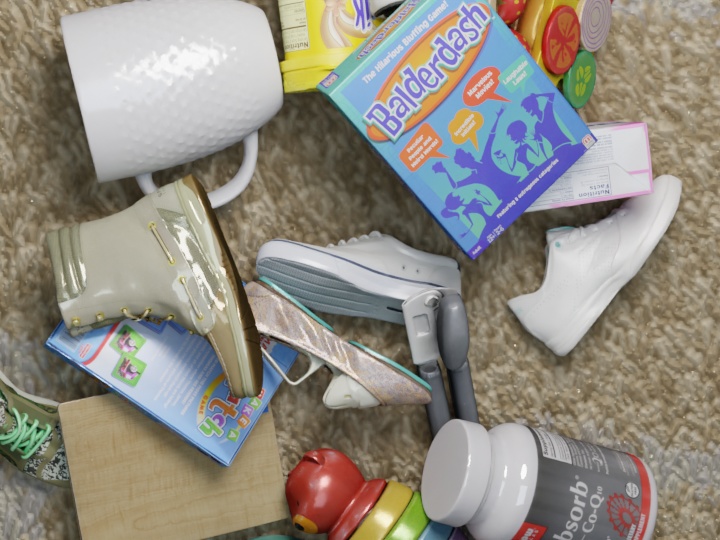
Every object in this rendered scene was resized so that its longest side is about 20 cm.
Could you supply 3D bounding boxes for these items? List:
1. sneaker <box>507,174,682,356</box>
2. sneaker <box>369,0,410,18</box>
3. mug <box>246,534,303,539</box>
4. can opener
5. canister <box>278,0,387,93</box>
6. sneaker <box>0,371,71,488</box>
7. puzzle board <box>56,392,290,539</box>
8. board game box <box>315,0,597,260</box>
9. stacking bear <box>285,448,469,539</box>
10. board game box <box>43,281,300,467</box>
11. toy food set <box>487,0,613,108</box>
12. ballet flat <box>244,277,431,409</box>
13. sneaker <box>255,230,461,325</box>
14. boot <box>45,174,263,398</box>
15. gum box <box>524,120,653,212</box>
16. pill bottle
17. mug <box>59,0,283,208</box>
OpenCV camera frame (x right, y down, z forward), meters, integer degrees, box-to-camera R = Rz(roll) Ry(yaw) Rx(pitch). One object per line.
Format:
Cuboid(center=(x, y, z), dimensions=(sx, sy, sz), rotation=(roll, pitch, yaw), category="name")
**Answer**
Cuboid(center=(0.219, -0.021, 1.546), dimensions=(0.088, 0.075, 0.200), rotation=(38, 93, 3), category="sneaker")
Cuboid(center=(0.076, -0.272, 1.452), dimensions=(0.075, 0.199, 0.082), rotation=(-17, 88, 38), category="sneaker")
Cuboid(center=(-0.094, 0.341, 1.529), dimensions=(0.184, 0.114, 0.153), rotation=(-28, 99, -3), category="mug")
Cuboid(center=(0.078, 0.100, 1.512), dimensions=(0.052, 0.067, 0.201), rotation=(-14, 128, -3), category="can opener")
Cuboid(center=(-0.015, -0.263, 1.454), dimensions=(0.086, 0.148, 0.202), rotation=(-3, 96, 37), category="canister")
Cuboid(center=(-0.321, 0.141, 1.494), dimensions=(0.199, 0.089, 0.077), rotation=(35, 93, -11), category="sneaker")
Cuboid(center=(-0.172, 0.177, 1.527), dimensions=(0.199, 0.017, 0.152), rotation=(-11, 93, -21), category="puzzle board")
Cuboid(center=(0.083, -0.132, 1.387), dimensions=(0.152, 0.045, 0.200), rotation=(-44, 113, -1), category="board game box")
Cuboid(center=(0.015, 0.246, 1.536), dimensions=(0.200, 0.121, 0.114), rotation=(38, 65, 0), category="stacking bear")
Cuboid(center=(-0.165, 0.062, 1.507), dimensions=(0.199, 0.037, 0.152), rotation=(35, 74, -8), category="board game box")
Cuboid(center=(0.172, -0.246, 1.469), dimensions=(0.048, 0.198, 0.201), rotation=(12, 87, 34), category="toy food set")
Cuboid(center=(-0.031, 0.085, 1.495), dimensions=(0.199, 0.068, 0.067), rotation=(32, 78, 1), category="ballet flat")
Cuboid(center=(0.000, 0.000, 1.525), dimensions=(0.199, 0.073, 0.071), rotation=(16, 55, -14), category="sneaker")
Cuboid(center=(-0.178, 0.035, 1.435), dimensions=(0.154, 0.072, 0.201), rotation=(-20, 89, 2), category="boot")
Cuboid(center=(0.165, -0.094, 1.505), dimensions=(0.198, 0.114, 0.067), rotation=(-8, 98, -5), category="gum box")
Cuboid(center=(0.164, 0.206, 1.521), dimensions=(0.199, 0.116, 0.117), rotation=(16, 95, -21), category="pill bottle")
Cuboid(center=(-0.158, -0.145, 1.458), dimensions=(0.174, 0.148, 0.201), rotation=(-13, 116, -7), category="mug")
